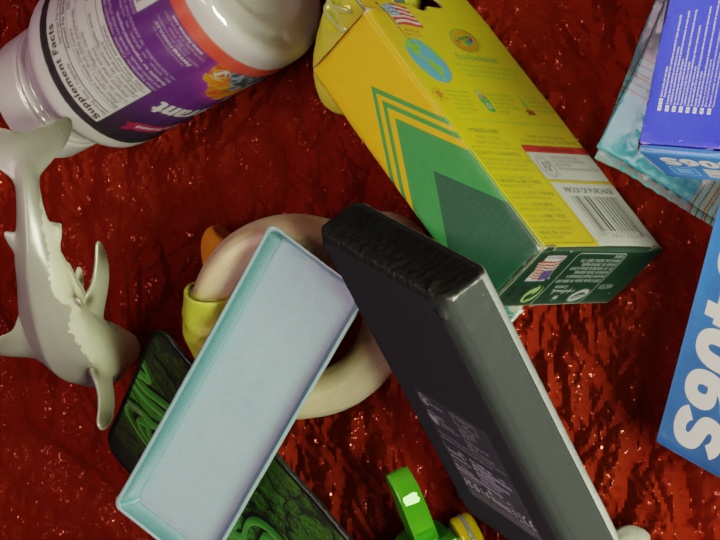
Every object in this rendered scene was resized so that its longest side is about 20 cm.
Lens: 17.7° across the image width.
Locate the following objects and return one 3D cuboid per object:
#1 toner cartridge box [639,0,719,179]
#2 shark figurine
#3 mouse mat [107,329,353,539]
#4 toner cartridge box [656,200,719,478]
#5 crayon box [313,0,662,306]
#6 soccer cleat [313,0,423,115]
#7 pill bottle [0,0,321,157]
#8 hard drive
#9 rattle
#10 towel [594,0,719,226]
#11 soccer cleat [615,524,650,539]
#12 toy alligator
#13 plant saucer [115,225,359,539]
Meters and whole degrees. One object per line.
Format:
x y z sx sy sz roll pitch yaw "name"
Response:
0.198 -0.141 1.078 0.095 0.043 0.201 7 78 30 "toner cartridge box"
-0.200 0.014 1.385 0.089 0.128 0.215 -8 131 11 "shark figurine"
-0.074 0.140 1.371 0.200 0.008 0.161 48 147 13 "mouse mat"
0.216 0.017 1.139 0.095 0.043 0.201 28 122 30 "toner cartridge box"
0.060 -0.071 1.232 0.051 0.127 0.200 -47 65 27 "crayon box"
0.008 -0.180 1.291 0.065 0.084 0.201 38 116 30 "soccer cleat"
-0.129 -0.140 1.390 0.200 0.111 0.112 -24 79 38 "pill bottle"
0.059 0.066 1.206 0.139 0.033 0.200 31 153 58 "hard drive"
0.000 0.000 1.352 0.200 0.143 0.131 -29 93 12 "rattle"
0.219 -0.079 1.169 0.200 0.022 0.147 34 115 32 "towel"
0.086 0.216 1.242 0.077 0.069 0.200 32 95 9 "soccer cleat"
0.060 0.206 1.309 0.201 0.059 0.054 64 171 7 "toy alligator"
-0.067 0.073 1.297 0.070 0.019 0.200 36 112 15 "plant saucer"
